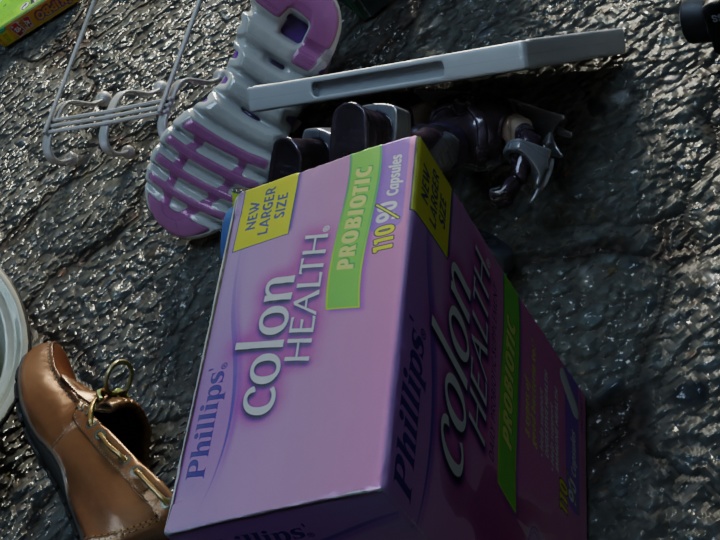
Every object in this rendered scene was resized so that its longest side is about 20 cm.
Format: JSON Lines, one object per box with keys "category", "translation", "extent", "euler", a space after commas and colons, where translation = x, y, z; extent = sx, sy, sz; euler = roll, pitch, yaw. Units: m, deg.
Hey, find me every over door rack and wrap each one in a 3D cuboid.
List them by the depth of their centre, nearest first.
{"category": "over door rack", "translation": [-0.174, -0.183, 1.080], "extent": [0.146, 0.066, 0.203], "euler": [-4, 71, 35]}

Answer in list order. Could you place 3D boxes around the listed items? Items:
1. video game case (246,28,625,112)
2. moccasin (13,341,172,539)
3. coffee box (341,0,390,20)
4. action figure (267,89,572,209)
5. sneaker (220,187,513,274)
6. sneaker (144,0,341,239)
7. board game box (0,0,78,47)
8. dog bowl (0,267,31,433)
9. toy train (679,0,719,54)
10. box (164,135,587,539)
{"category": "video game case", "translation": [0.047, -0.125, 0.837], "extent": [0.198, 0.018, 0.143], "euler": [-3, 9, 35]}
{"category": "moccasin", "translation": [-0.154, 0.103, 0.802], "extent": [0.077, 0.074, 0.201], "euler": [-34, 35, -9]}
{"category": "coffee box", "translation": [-0.049, -0.286, 1.052], "extent": [0.044, 0.123, 0.200], "euler": [-39, 38, 0]}
{"category": "action figure", "translation": [0.037, -0.068, 0.764], "extent": [0.129, 0.070, 0.199], "euler": [2, 12, 41]}
{"category": "sneaker", "translation": [0.000, 0.000, 0.801], "extent": [0.198, 0.066, 0.080], "euler": [10, 96, 31]}
{"category": "sneaker", "translation": [-0.076, -0.111, 0.948], "extent": [0.201, 0.080, 0.088], "euler": [-57, -2, 5]}
{"category": "board game box", "translation": [-0.332, -0.311, 1.369], "extent": [0.095, 0.030, 0.201], "euler": [-28, 43, 11]}
{"category": "dog bowl", "translation": [-0.322, 0.068, 0.891], "extent": [0.197, 0.074, 0.202], "euler": [8, 55, -11]}
{"category": "toy train", "translation": [0.274, -0.163, 0.721], "extent": [0.198, 0.086, 0.114], "euler": [-1, 42, 37]}
{"category": "box", "translation": [0.022, 0.080, 0.586], "extent": [0.096, 0.200, 0.177], "euler": [-16, 43, 25]}
